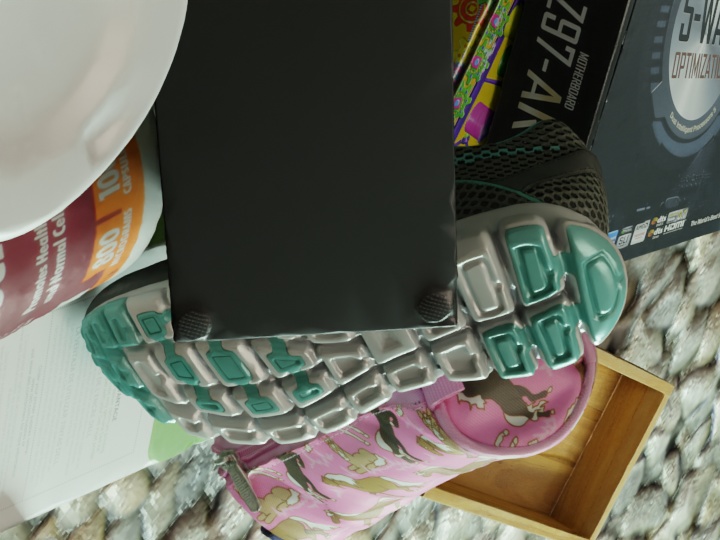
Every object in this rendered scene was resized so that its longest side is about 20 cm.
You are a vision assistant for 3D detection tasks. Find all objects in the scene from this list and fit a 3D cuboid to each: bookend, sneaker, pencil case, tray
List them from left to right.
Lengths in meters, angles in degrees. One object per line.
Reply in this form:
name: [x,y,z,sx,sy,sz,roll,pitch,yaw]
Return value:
bookend: [-0.022,-0.115,0.914,0.199,0.092,0.201,-96,-177,-57]
sneaker: [0.000,0.000,0.986,0.091,0.199,0.078,-78,151,-49]
pencil case: [0.014,0.055,1.139,0.087,0.083,0.200,-56,-167,-29]
tray: [0.084,0.076,1.411,0.099,0.037,0.200,-63,151,1]

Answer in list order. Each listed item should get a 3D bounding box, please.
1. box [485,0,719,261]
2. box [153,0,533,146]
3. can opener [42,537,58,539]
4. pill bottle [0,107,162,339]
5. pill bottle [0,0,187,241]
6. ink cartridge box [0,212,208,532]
box: [0.128,-0.090,1.095,0.200,0.043,0.161,-15,127,-53]
box: [0.051,-0.112,1.122,0.192,0.122,0.201,20,97,-60]
can opener: [-0.136,0.145,1.099,0.053,0.066,0.200,-47,162,-19]
pill bottle: [-0.166,-0.013,0.881,0.200,0.114,0.115,-31,138,-42]
pill bottle: [-0.152,-0.096,0.749,0.114,0.200,0.115,-37,142,-36]
ink cartridge box: [-0.107,0.025,1.055,0.200,0.059,0.104,-21,131,-48]
